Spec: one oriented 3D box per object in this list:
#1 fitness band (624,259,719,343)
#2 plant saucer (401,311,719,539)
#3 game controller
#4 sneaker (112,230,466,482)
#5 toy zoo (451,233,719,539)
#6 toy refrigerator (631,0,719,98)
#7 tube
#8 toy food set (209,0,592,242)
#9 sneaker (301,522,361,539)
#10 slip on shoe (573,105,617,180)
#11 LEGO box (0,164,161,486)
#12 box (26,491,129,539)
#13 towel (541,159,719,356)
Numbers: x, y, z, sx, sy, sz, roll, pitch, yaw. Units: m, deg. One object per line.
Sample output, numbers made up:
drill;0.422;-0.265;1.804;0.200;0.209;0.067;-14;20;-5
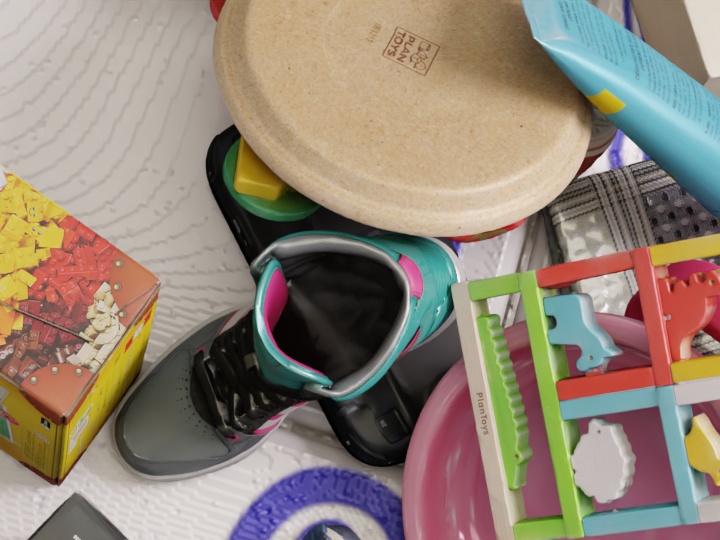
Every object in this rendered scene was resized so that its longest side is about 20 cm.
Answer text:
fitness band;0.209;0.079;1.147;0.037;0.144;0.200;-40;80;-17
plant saucer;0.118;0.119;1.157;0.199;0.051;0.202;2;95;28
game controller;0.000;0.000;1.226;0.104;0.042;0.201;-22;80;-28
sneaker;-0.044;0.042;1.135;0.199;0.121;0.084;-31;81;7
toy zoo;0.143;0.054;1.094;0.199;0.020;0.132;-12;89;30
toy refrigerator;0.181;-0.193;1.280;0.069;0.076;0.202;-14;77;-12
tube;0.149;-0.080;1.157;0.200;0.078;0.050;36;110;-28
toy food set;0.019;-0.095;1.151;0.196;0.049;0.201;13;52;-7
sneaker;0.026;0.216;1.156;0.085;0.077;0.201;-5;61;-39
slip on shoe;0.049;-0.114;1.247;0.200;0.061;0.074;38;54;15
LEGO box;-0.179;0.016;1.105;0.148;0.200;0.077;36;74;1
box;-0.161;0.224;1.079;0.124;0.149;0.200;44;73;3
towel;0.207;0.028;1.247;0.191;0.035;0.202;-12;78;-12
